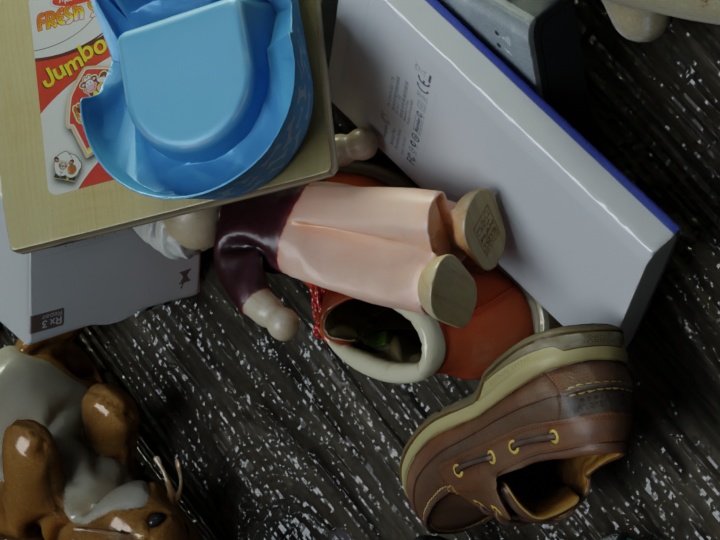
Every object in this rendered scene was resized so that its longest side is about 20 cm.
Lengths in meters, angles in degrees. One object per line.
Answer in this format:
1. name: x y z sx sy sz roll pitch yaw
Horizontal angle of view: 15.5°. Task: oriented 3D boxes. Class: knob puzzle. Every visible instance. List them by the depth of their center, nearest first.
1. knob puzzle: -0.102 -0.120 1.317 0.218 0.030 0.221 -5 76 22

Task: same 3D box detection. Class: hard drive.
1. hard drive: 0.064 -0.054 1.274 0.200 0.025 0.132 45 159 14
2. hard drive: 0.031 -0.123 1.307 0.200 0.033 0.140 36 156 34

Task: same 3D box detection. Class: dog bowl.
1. dog bowl: -0.080 -0.126 1.265 0.111 0.050 0.201 -16 73 18

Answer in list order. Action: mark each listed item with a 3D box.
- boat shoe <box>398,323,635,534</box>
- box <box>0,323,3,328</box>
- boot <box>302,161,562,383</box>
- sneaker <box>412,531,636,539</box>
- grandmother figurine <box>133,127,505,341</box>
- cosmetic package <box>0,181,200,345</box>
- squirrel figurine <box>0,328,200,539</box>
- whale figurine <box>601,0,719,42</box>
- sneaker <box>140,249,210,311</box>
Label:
1. boat shoe: 0.075 0.094 1.302 0.200 0.072 0.068 130 131 -56
2. box: -0.284 -0.019 1.670 0.200 0.049 0.162 -38 70 42
3. boot: 0.000 0.000 1.361 0.200 0.107 0.075 28 119 39
4. sneaker: 0.109 0.165 1.320 0.199 0.077 0.092 24 110 29
5. grandmother figurine: -0.028 -0.024 1.305 0.199 0.122 0.061 8 139 32
6. cosmetic package: -0.183 -0.048 1.433 0.200 0.112 0.082 33 130 42
7. squirrel figurine: -0.168 0.144 1.559 0.187 0.141 0.200 41 139 18
8. whale figurine: 0.159 -0.168 1.191 0.199 0.104 0.159 33 137 8
9. sneaker: -0.120 -0.083 1.482 0.116 0.075 0.201 47 128 30
